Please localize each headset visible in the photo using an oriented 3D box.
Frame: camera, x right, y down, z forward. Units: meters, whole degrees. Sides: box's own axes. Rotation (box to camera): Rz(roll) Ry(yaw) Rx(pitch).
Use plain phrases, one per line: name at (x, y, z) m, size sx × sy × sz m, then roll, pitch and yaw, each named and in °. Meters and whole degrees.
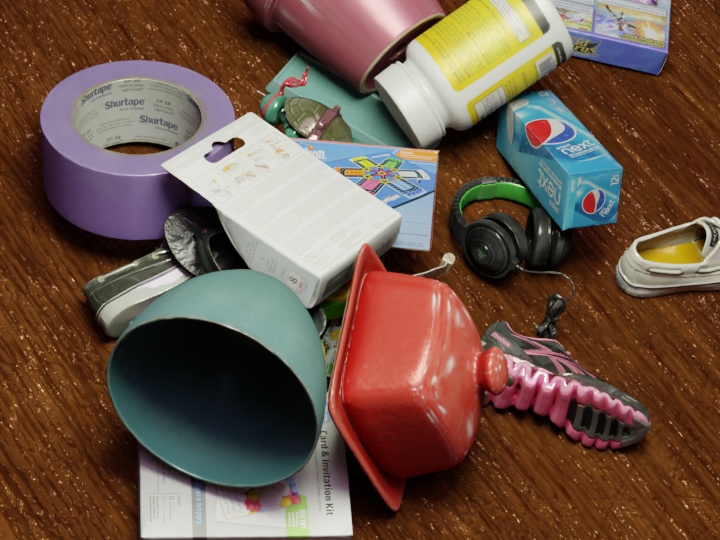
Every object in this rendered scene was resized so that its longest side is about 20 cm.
headset at (0.169, -0.019, 1.768) m, size 0.122 × 0.095 × 0.201 m, roll -8°, pitch 42°, yaw -20°

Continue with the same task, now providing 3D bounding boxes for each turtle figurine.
turtle figurine at (-0.049, -0.131, 1.772) m, size 0.199 × 0.101 × 0.150 m, roll 33°, pitch 53°, yaw 8°

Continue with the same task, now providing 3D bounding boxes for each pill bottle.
pill bottle at (0.121, -0.226, 1.806) m, size 0.199 × 0.114 × 0.115 m, roll -34°, pitch 65°, yaw -2°

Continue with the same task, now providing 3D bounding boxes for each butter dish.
butter dish at (0.067, 0.098, 1.561) m, size 0.146 × 0.201 × 0.201 m, roll -5°, pitch 51°, yaw 22°

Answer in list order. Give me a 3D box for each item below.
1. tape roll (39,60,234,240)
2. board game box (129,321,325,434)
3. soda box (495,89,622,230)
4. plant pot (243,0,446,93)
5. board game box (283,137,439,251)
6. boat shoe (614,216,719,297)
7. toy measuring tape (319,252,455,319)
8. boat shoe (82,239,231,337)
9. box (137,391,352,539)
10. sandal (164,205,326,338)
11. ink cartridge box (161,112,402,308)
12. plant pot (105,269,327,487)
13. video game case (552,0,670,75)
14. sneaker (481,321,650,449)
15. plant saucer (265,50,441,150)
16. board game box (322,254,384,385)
tape roll at (-0.229, -0.127, 1.717) m, size 0.198 × 0.086 × 0.201 m, roll 4°, pitch 41°, yaw -4°
board game box at (-0.129, 0.070, 1.618) m, size 0.199 × 0.039 × 0.158 m, roll -22°, pitch 55°, yaw -26°
soda box at (0.210, -0.122, 1.788) m, size 0.063 × 0.068 × 0.200 m, roll -7°, pitch 32°, yaw -16°
plant pot at (-0.008, -0.305, 1.849) m, size 0.199 × 0.200 × 0.179 m, roll -34°, pitch 79°, yaw -28°
board game box at (-0.021, -0.081, 1.713) m, size 0.198 × 0.104 × 0.019 m, roll 6°, pitch 9°, yaw 10°
boat shoe at (0.373, -0.024, 1.797) m, size 0.198 × 0.070 × 0.071 m, roll -8°, pitch 58°, yaw -15°
toy measuring tape at (0.000, 0.000, 1.689) m, size 0.199 × 0.074 × 0.074 m, roll -19°, pitch 61°, yaw -27°
boat shoe at (-0.184, -0.004, 1.679) m, size 0.199 × 0.071 × 0.064 m, roll -25°, pitch 65°, yaw -23°
box at (-0.112, 0.191, 1.578) m, size 0.198 × 0.041 × 0.157 m, roll 2°, pitch 55°, yaw -11°
sandal at (-0.110, -0.003, 1.619) m, size 0.200 × 0.048 × 0.075 m, roll 39°, pitch 70°, yaw 17°
ink cartridge box at (-0.079, -0.062, 1.638) m, size 0.199 × 0.057 × 0.162 m, roll 31°, pitch 37°, yaw 17°
plant pot at (-0.113, 0.077, 1.507) m, size 0.198 × 0.201 × 0.135 m, roll 20°, pitch 43°, yaw 4°
video game case at (0.274, -0.335, 2.005) m, size 0.198 × 0.046 × 0.183 m, roll 12°, pitch 54°, yaw -2°
sneaker at (0.203, 0.109, 1.681) m, size 0.198 × 0.079 × 0.096 m, roll 23°, pitch 43°, yaw 4°
plant saucer at (-0.007, -0.181, 1.865) m, size 0.199 × 0.019 × 0.070 m, roll 32°, pitch 57°, yaw 10°
board game box at (-0.030, 0.027, 1.716) m, size 0.104 × 0.024 × 0.202 m, roll 9°, pitch 56°, yaw -2°
